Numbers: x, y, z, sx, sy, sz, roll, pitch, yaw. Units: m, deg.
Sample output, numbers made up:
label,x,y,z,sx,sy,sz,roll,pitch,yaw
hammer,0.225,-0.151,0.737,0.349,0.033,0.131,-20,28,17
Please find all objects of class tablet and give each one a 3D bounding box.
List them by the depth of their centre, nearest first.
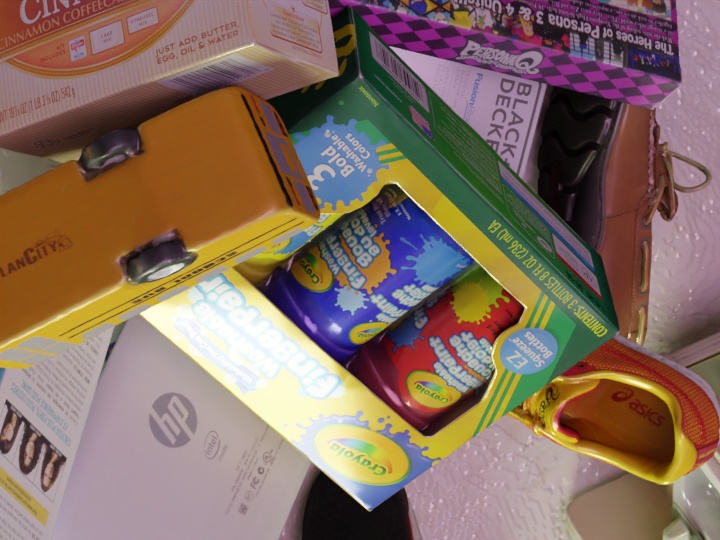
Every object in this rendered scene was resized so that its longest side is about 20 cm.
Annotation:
label,x,y,z,sx,sy,sz,roll,pitch,yaw
tablet,-0.082,0.088,1.181,0.130,0.014,0.201,35,63,-25

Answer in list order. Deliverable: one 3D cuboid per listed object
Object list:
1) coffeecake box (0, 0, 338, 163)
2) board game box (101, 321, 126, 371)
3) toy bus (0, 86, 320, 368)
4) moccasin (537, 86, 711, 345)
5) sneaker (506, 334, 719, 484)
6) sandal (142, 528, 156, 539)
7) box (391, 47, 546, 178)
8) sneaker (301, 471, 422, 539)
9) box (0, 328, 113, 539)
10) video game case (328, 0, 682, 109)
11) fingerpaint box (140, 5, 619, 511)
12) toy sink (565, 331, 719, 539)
label,x,y,z,sx,sy,sz,roll,pitch,yaw
coffeecake box,-0.104,-0.168,1.058,0.073,0.153,0.201,14,64,-57
board game box,-0.144,0.070,1.207,0.199,0.030,0.096,-11,105,-21
toy bus,-0.124,-0.009,1.031,0.199,0.078,0.065,-26,80,12
moccasin,0.143,-0.043,1.265,0.077,0.074,0.202,-2,100,-28
sneaker,0.095,0.051,1.218,0.199,0.077,0.073,20,107,21
sandal,-0.070,0.170,1.225,0.059,0.079,0.207,-50,120,-26
box,-0.012,-0.074,1.206,0.199,0.060,0.117,12,97,-23
sneaker,0.021,0.206,1.278,0.067,0.108,0.202,-16,72,12
box,-0.179,0.090,1.098,0.082,0.049,0.201,55,43,-53
video game case,0.067,-0.186,1.175,0.199,0.036,0.182,11,62,-23
fingerpaint box,0.000,0.000,1.135,0.167,0.073,0.200,-36,119,19
toy sink,0.225,0.108,1.278,0.199,0.131,0.112,-22,138,-14
